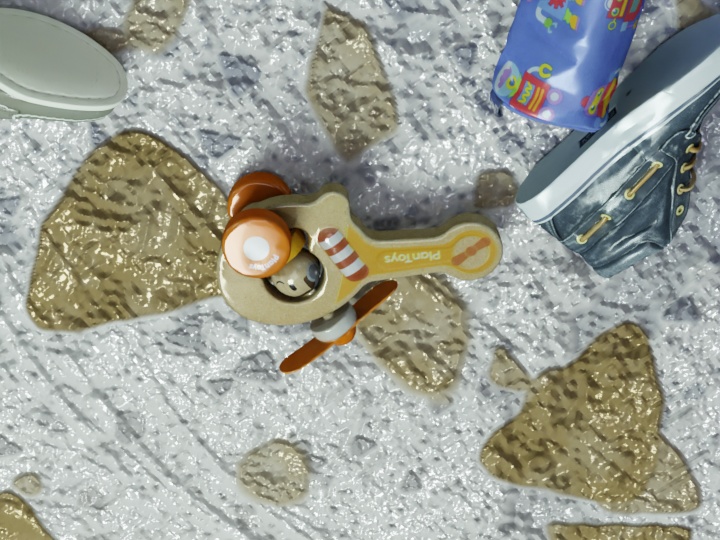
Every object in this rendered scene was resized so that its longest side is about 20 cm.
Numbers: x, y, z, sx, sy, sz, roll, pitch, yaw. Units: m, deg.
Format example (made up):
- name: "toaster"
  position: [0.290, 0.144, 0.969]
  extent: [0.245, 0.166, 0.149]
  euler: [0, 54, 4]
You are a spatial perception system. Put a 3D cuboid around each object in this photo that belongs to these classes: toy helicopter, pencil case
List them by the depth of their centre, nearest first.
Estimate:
- name: "pencil case"
  position: [0.143, -0.188, 1.094]
  extent: [0.078, 0.087, 0.200]
  euler: [-11, 126, -41]
- name: "toy helicopter"
  position: [0.000, 0.000, 1.195]
  extent: [0.199, 0.079, 0.133]
  euler: [-5, 116, 1]

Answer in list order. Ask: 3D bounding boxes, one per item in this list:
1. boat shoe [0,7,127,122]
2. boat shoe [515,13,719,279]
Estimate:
- name: "boat shoe"
  position: [-0.258, -0.136, 1.147]
  extent: [0.201, 0.072, 0.060]
  euler: [13, 142, -13]
- name: "boat shoe"
  position: [0.204, -0.082, 1.150]
  extent: [0.091, 0.071, 0.200]
  euler: [40, 118, -16]
